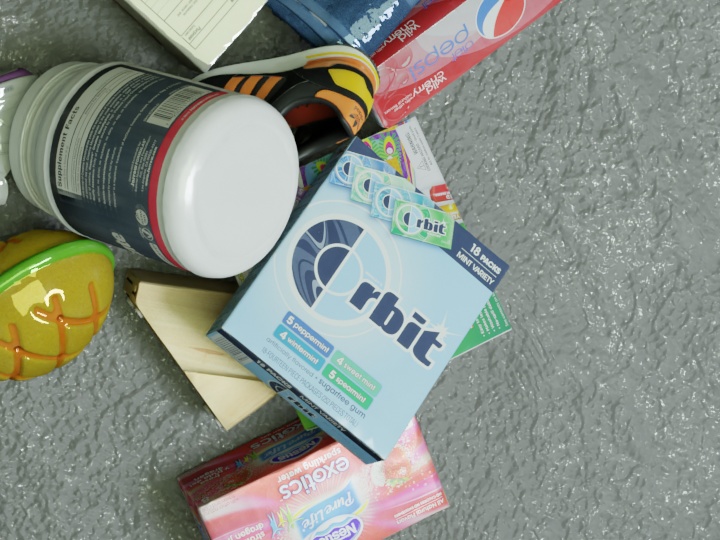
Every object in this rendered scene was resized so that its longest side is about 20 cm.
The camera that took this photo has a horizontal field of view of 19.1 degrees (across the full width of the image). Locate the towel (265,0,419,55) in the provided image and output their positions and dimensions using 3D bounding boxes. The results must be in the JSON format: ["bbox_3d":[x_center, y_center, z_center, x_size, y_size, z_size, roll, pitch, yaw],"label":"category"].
[{"bbox_3d":[0.019,-0.260,1.735,0.200,0.112,0.049,-45,153,-6],"label":"towel"}]

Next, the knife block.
[{"bbox_3d":[-0.076,0.040,1.785,0.175,0.064,0.200,-37,107,-8],"label":"knife block"}]

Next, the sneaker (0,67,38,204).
[{"bbox_3d":[-0.332,-0.082,1.682,0.199,0.075,0.100,-24,105,-10],"label":"sneaker"}]

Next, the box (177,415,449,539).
[{"bbox_3d":[-0.040,0.188,1.805,0.199,0.095,0.103,-24,107,-11],"label":"box"}]

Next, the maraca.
[{"bbox_3d":[-0.281,0.041,1.699,0.200,0.137,0.107,-36,67,2],"label":"maraca"}]

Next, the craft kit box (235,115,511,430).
[{"bbox_3d":[0.000,0.000,1.761,0.197,0.048,0.201,-26,91,-23],"label":"craft kit box"}]

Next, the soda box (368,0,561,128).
[{"bbox_3d":[0.073,-0.208,1.770,0.200,0.063,0.070,-38,138,-7],"label":"soda box"}]

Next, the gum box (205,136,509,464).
[{"bbox_3d":[0.000,0.024,1.709,0.170,0.045,0.200,39,68,-12],"label":"gum box"}]

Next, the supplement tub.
[{"bbox_3d":[-0.160,-0.082,1.644,0.140,0.199,0.141,-23,121,-44],"label":"supplement tub"}]

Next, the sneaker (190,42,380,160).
[{"bbox_3d":[-0.083,-0.117,1.698,0.199,0.090,0.070,-15,126,22],"label":"sneaker"}]

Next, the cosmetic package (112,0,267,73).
[{"bbox_3d":[-0.171,-0.260,1.689,0.200,0.087,0.103,43,85,-18],"label":"cosmetic package"}]
